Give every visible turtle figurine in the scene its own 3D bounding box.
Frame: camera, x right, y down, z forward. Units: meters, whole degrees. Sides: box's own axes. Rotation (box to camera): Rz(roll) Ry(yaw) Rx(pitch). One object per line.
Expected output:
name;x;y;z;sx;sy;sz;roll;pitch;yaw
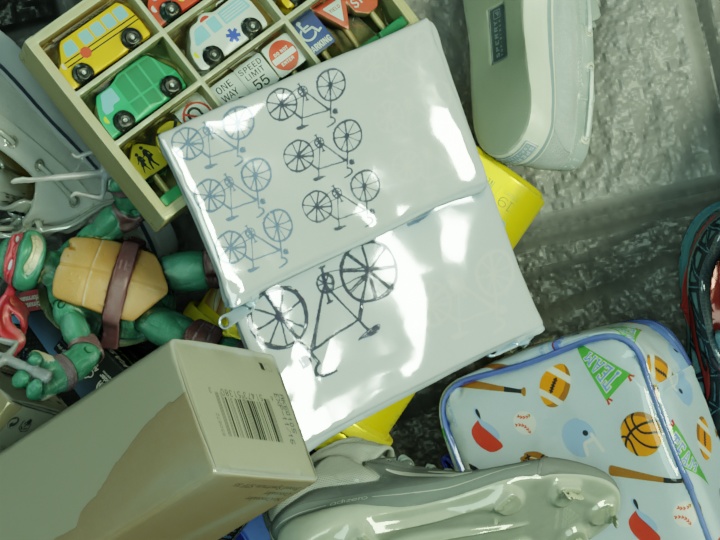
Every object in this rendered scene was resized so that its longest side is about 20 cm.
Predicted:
turtle figurine;-0.137;0.005;1.169;0.199;0.101;0.151;12;87;-1

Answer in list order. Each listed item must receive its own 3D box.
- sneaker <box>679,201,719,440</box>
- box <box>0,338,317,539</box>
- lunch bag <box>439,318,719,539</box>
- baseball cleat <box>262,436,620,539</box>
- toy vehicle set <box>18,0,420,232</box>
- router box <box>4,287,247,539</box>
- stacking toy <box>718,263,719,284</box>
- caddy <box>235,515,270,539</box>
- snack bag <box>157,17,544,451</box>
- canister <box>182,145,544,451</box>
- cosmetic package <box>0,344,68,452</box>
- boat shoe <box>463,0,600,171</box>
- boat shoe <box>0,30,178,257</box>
sneaker;0.224;0.059;1.221;0.079;0.096;0.201;-9;90;5
box;-0.132;0.119;1.100;0.200;0.095;0.078;-34;66;28
lunch bag;0.136;0.130;1.227;0.160;0.075;0.201;-21;88;30
baseball cleat;0.043;0.124;1.168;0.199;0.107;0.070;-7;124;-16
toy vehicle set;-0.076;-0.129;1.158;0.200;0.027;0.124;-39;90;-23
router box;-0.168;0.122;1.226;0.200;0.062;0.150;41;97;31
stacking toy;0.254;-0.051;1.170;0.085;0.086;0.200;27;52;3
caddy;-0.051;0.232;1.240;0.140;0.105;0.201;-5;90;4
snack bag;0.000;-0.017;1.149;0.188;0.021;0.201;-25;100;-26
canister;0.000;0.000;1.243;0.148;0.087;0.201;34;92;4
cosmetic package;-0.263;0.133;1.197;0.103;0.073;0.200;38;96;32
boat shoe;0.108;-0.152;1.240;0.071;0.070;0.202;17;66;-38
boat shoe;-0.191;-0.050;1.218;0.086;0.074;0.202;-52;129;-18
